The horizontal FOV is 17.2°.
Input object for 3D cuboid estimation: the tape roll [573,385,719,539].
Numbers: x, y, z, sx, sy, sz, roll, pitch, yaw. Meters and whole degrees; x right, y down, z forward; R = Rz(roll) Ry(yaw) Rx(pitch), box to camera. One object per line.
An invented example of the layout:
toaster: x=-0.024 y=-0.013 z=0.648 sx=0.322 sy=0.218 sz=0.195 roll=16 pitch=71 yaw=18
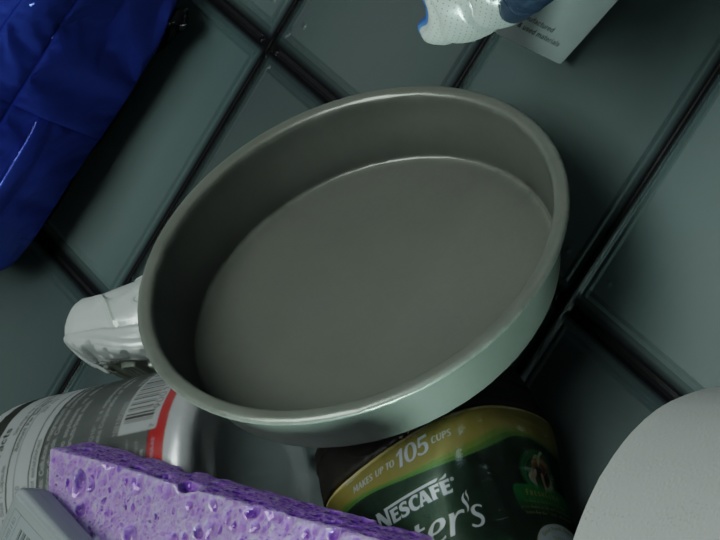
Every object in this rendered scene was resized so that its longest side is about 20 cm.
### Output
tape roll: x=0.178 y=0.143 z=0.826 sx=0.139 sy=0.202 sz=0.204 roll=-1 pitch=77 yaw=41

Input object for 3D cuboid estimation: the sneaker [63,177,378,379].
sneaker: x=-0.058 y=0.003 z=1.169 sx=0.199 sy=0.078 sz=0.100 roll=-10 pitch=64 yaw=30

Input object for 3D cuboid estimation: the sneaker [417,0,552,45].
sneaker: x=0.032 y=-0.193 z=1.017 sx=0.146 sy=0.080 sz=0.201 roll=-37 pitch=64 yaw=22

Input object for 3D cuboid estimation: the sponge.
sponge: x=-0.057 y=0.147 z=1.015 sx=0.199 sy=0.030 sz=0.112 roll=11 pitch=99 yaw=38

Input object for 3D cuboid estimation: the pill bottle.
pill bottle: x=-0.119 y=0.112 z=1.153 sx=0.199 sy=0.114 sz=0.115 roll=-15 pitch=68 yaw=38

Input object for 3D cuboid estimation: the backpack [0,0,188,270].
backpack: x=-0.225 y=-0.114 z=1.280 sx=0.201 sy=0.167 sz=0.163 roll=-60 pitch=42 yaw=15

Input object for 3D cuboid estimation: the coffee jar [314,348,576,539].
coffee jar: x=0.052 y=0.137 z=1.015 sx=0.104 sy=0.085 sz=0.201 roll=-38 pitch=55 yaw=26

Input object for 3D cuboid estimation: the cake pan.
cake pan: x=0.000 y=0.000 z=1.045 sx=0.199 sy=0.037 sz=0.201 roll=-14 pitch=42 yaw=13

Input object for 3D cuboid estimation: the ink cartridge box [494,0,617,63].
ink cartridge box: x=0.099 y=-0.221 z=1.080 sx=0.200 sy=0.086 sz=0.147 roll=-49 pitch=51 yaw=21

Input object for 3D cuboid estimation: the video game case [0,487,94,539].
video game case: x=-0.124 y=0.221 z=1.010 sx=0.200 sy=0.022 sz=0.183 roll=38 pitch=110 yaw=42
